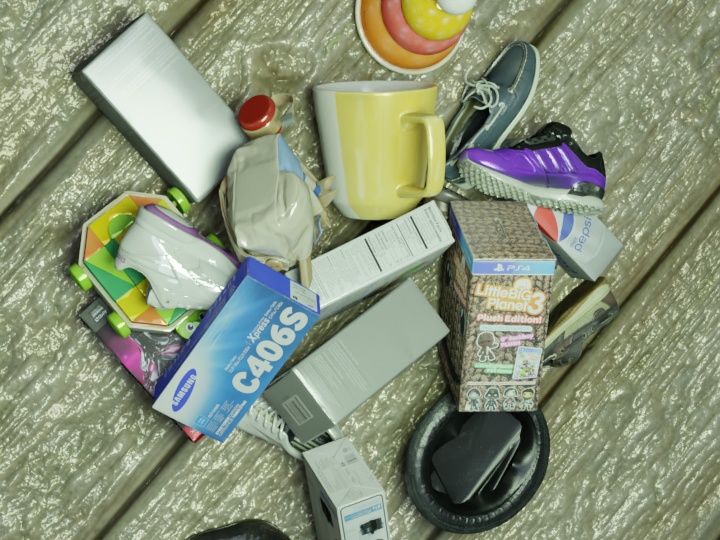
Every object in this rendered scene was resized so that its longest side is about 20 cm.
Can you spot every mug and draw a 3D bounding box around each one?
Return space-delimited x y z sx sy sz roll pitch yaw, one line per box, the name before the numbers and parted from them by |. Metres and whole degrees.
mug | 0.018 -0.138 1.599 0.148 0.187 0.155 -1 103 -2

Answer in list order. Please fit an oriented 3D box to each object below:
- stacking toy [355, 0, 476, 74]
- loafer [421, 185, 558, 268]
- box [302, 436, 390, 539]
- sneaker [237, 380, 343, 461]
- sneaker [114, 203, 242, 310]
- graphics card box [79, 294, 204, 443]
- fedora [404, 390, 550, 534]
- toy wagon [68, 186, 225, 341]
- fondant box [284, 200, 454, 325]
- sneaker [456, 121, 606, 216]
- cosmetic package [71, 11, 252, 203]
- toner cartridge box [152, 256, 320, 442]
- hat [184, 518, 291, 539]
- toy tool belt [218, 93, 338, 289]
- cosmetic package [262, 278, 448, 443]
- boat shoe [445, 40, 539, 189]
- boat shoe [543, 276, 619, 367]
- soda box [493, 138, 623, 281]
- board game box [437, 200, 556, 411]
stacking toy | 0.087 -0.308 1.591 0.145 0.200 0.148 -1 94 -18
loafer | 0.154 -0.039 1.706 0.199 0.073 0.071 27 96 -13
box | -0.010 0.313 1.607 0.060 0.117 0.202 -18 125 -16
sneaker | -0.100 0.173 1.628 0.199 0.071 0.074 26 86 -16
sneaker | -0.178 0.013 1.499 0.199 0.075 0.100 35 95 -14
graphics card box | -0.213 0.084 1.575 0.125 0.051 0.200 -42 89 -10
fedora | 0.135 0.225 1.697 0.198 0.092 0.203 -1 94 -18
toy wagon | -0.224 0.008 1.537 0.155 0.040 0.200 -39 89 -16
fondant box | 0.000 0.000 1.609 0.199 0.144 0.059 -25 83 -15
sneaker | 0.210 -0.134 1.647 0.198 0.069 0.101 14 82 -21
cosmetic package | -0.222 -0.183 1.560 0.107 0.090 0.200 -43 107 -14
toner cartridge box | -0.136 0.088 1.479 0.094 0.043 0.201 29 115 -18
hat | -0.145 0.399 1.623 0.198 0.081 0.203 -2 95 -18
toy tool belt | -0.089 -0.085 1.515 0.124 0.202 0.123 -19 141 17
cosmetic package | -0.003 0.105 1.590 0.200 0.107 0.090 -39 90 -33
boat shoe | 0.152 -0.200 1.686 0.062 0.075 0.201 30 92 -40
boat shoe | 0.256 0.091 1.739 0.200 0.073 0.065 -41 99 -12
soda box | 0.237 -0.076 1.725 0.200 0.068 0.064 44 80 -16
board game box | 0.157 0.041 1.615 0.096 0.160 0.202 0 116 -7
